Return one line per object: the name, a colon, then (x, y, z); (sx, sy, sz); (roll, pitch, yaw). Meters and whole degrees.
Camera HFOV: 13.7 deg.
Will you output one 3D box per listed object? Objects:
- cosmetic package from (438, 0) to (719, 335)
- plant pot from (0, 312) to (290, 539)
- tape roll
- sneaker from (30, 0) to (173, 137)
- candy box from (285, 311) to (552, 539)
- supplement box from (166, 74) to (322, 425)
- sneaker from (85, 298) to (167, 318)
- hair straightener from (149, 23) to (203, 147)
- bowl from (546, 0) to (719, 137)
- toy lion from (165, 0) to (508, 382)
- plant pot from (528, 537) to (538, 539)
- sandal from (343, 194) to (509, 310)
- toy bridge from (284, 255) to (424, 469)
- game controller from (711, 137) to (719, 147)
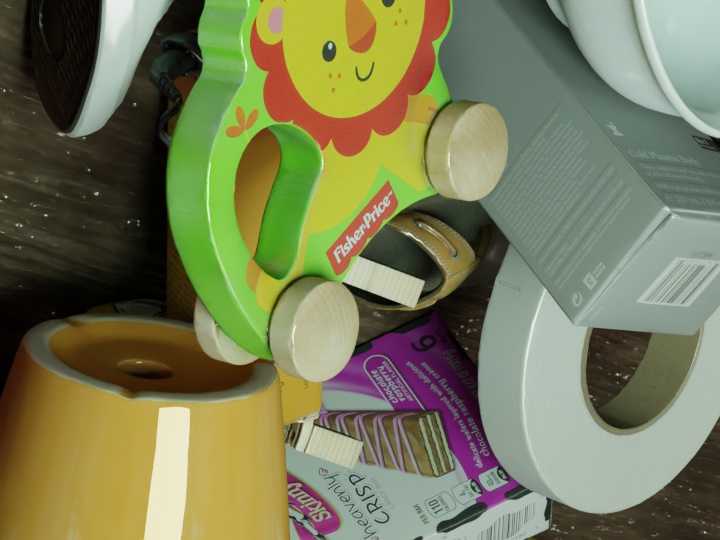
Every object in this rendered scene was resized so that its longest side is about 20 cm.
cosmetic package: (0.106, -0.065, 1.503); (0.106, 0.200, 0.090); (3, 134, -49)
plant pot: (-0.112, 0.126, 1.438); (0.199, 0.200, 0.184); (-4, 111, -40)
tape roll: (0.144, 0.034, 1.658); (0.202, 0.037, 0.204); (-21, 120, -41)
sneaker: (-0.090, -0.141, 1.330); (0.084, 0.073, 0.201); (-10, 139, -32)
candy box: (-0.008, 0.124, 1.706); (0.199, 0.137, 0.061); (-25, 146, -17)
supplement box: (-0.057, -0.015, 1.488); (0.066, 0.069, 0.201); (-17, 125, -30)
sneaker: (-0.154, 0.091, 1.594); (0.082, 0.078, 0.201); (10, 120, -40)
hair straightener: (-0.029, -0.098, 1.382); (0.041, 0.077, 0.200); (-11, -163, 39)
bowl: (0.146, -0.165, 1.470); (0.201, 0.090, 0.203); (-3, 94, -55)
toy lion: (-0.020, -0.081, 1.336); (0.200, 0.068, 0.192); (-50, 133, -30)
plant pot: (0.077, 0.280, 1.935); (0.195, 0.200, 0.195); (-25, 147, -15)
sandal: (0.020, -0.012, 1.615); (0.199, 0.055, 0.082); (3, 131, -38)
toy bridge: (0.000, 0.000, 1.565); (0.067, 0.027, 0.201); (20, 93, -25)
game controller: (0.160, -0.045, 1.731); (0.104, 0.042, 0.200); (-44, 147, 14)
